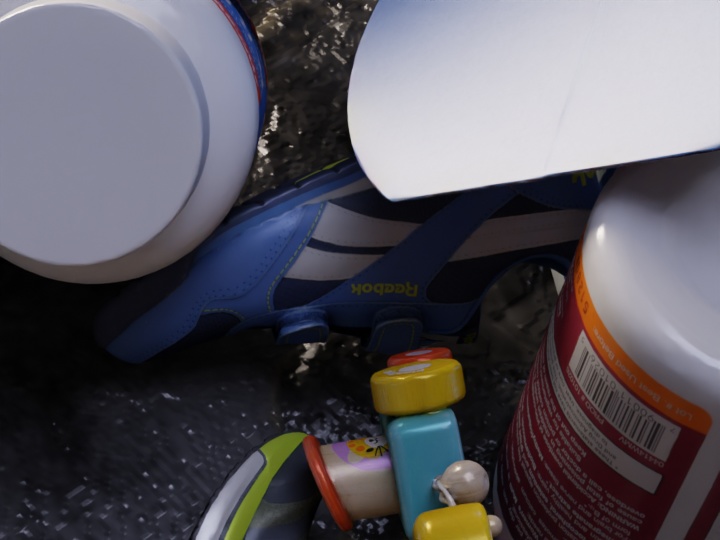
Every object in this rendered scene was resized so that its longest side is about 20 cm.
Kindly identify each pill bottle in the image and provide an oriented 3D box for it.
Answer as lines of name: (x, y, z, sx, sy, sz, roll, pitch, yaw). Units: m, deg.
pill bottle: (0.104, 0.057, 0.786, 0.109, 0.200, 0.110, 6, 51, -8)
pill bottle: (-0.089, -0.056, 0.828, 0.112, 0.113, 0.200, 12, 9, -3)

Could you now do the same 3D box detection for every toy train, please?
toy train: (0.022, 0.122, 0.768, 0.055, 0.151, 0.200, -10, 46, -3)

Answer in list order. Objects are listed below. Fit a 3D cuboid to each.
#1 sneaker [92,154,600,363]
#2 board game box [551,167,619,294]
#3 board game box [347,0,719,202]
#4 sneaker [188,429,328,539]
sneaker: (0.000, 0.000, 0.882, 0.199, 0.074, 0.083, -22, 96, -3)
board game box: (0.118, -0.089, 0.909, 0.056, 0.196, 0.201, 1, 52, -17)
board game box: (0.089, -0.079, 0.768, 0.199, 0.039, 0.158, -9, 47, 37)
sneaker: (-0.035, 0.143, 0.778, 0.081, 0.074, 0.201, 21, 57, -5)
